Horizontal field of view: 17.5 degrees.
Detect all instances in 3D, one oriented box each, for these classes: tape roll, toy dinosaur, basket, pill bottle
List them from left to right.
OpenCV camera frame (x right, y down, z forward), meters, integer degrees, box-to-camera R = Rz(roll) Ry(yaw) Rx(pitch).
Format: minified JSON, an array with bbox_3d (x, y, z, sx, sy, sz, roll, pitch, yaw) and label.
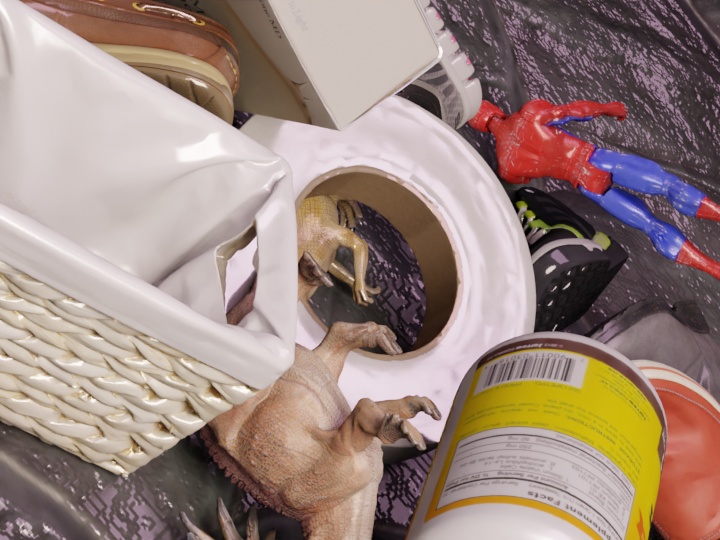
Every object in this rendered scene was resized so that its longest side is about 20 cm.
[{"bbox_3d":[-0.141,-0.014,1.058,0.200,0.123,0.136,30,39,-30],"label":"basket"},{"bbox_3d":[-0.040,0.080,1.099,0.200,0.135,0.086,59,11,29],"label":"toy dinosaur"},{"bbox_3d":[-0.028,-0.045,1.278,0.101,0.058,0.201,18,46,-38],"label":"toy dinosaur"},{"bbox_3d":[0.000,0.000,1.221,0.202,0.037,0.204,12,64,-26],"label":"tape roll"},{"bbox_3d":[0.078,0.124,1.083,0.109,0.109,0.200,43,34,-13],"label":"pill bottle"}]

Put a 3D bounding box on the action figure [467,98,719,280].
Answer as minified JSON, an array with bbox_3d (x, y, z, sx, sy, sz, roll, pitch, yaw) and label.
[{"bbox_3d":[0.161,-0.063,1.455,0.199,0.065,0.099,27,25,9],"label":"action figure"}]

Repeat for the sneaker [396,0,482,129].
[{"bbox_3d":[-0.002,-0.132,1.352,0.200,0.074,0.088,52,48,-34],"label":"sneaker"}]

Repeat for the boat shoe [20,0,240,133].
[{"bbox_3d":[-0.154,-0.110,1.123,0.199,0.072,0.068,14,47,-3],"label":"boat shoe"}]

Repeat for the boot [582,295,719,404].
[{"bbox_3d":[0.192,0.086,1.390,0.200,0.070,0.132,-7,65,-59],"label":"boot"}]

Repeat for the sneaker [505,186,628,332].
[{"bbox_3d":[0.099,-0.007,1.368,0.083,0.072,0.200,40,8,9],"label":"sneaker"}]

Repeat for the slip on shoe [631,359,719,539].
[{"bbox_3d":[0.189,0.127,1.327,0.200,0.074,0.061,55,15,-30],"label":"slip on shoe"}]

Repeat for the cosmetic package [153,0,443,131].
[{"bbox_3d":[-0.055,-0.140,1.191,0.073,0.200,0.104,-37,114,-19],"label":"cosmetic package"}]
